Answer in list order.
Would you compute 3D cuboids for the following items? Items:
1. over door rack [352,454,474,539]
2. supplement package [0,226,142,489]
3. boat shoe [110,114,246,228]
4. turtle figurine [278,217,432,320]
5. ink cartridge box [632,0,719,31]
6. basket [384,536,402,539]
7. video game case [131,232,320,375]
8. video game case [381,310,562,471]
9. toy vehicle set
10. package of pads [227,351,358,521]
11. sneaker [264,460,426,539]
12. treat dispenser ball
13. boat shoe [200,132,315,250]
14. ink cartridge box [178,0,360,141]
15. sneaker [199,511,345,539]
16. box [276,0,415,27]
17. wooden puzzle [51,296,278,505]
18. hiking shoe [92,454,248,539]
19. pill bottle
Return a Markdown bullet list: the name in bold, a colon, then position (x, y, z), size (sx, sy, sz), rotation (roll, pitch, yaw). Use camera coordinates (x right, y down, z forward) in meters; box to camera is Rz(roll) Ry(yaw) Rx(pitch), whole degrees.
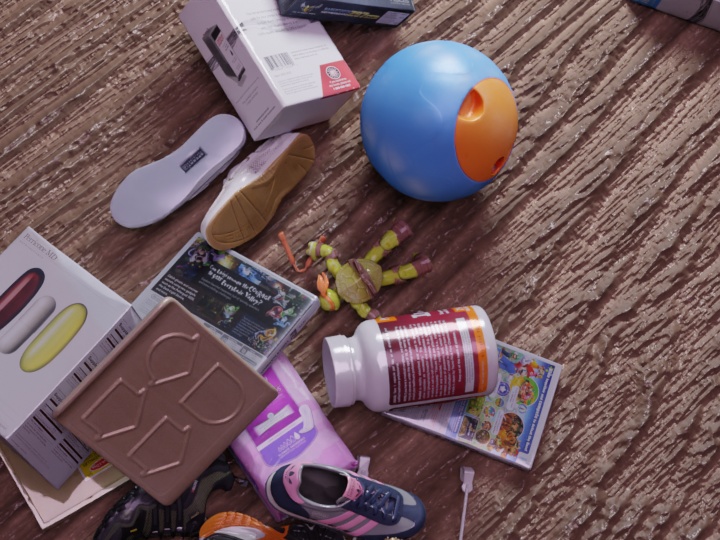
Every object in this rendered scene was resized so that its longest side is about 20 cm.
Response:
- **over door rack**: position (0.058, 0.322, 1.723), size (0.147, 0.067, 0.201), rotation (8, 73, -6)
- **supplement package**: position (-0.366, 0.099, 1.651), size (0.191, 0.147, 0.200), rotation (33, 72, 28)
- **boat shoe**: position (-0.224, -0.117, 1.814), size (0.199, 0.065, 0.074), rotation (-34, 80, -4)
- **turtle figurine**: position (0.000, 0.000, 1.811), size (0.161, 0.064, 0.200), rotation (-34, 81, -16)
- **ink cartridge box**: position (0.487, -0.423, 1.997), size (0.199, 0.086, 0.147), rotation (19, 72, -3)
- **basket**: position (0.068, 0.428, 1.608), size (0.142, 0.149, 0.201), rotation (21, 100, -20)
- **video game case**: position (-0.179, 0.060, 1.740), size (0.199, 0.023, 0.182), rotation (27, 64, 27)
- **video game case**: position (0.141, 0.151, 1.811), size (0.199, 0.018, 0.144), rotation (21, 71, -1)
- **toy vehicle set**: position (-0.322, 0.208, 1.722), size (0.199, 0.027, 0.125), rotation (-29, 80, -15)
- **package of pads**: position (-0.104, 0.189, 1.733), size (0.120, 0.076, 0.200), rotation (-32, 80, -15)
- **sneaker**: position (-0.006, 0.265, 1.649), size (0.199, 0.082, 0.071), rotation (13, 65, -19)
- **treat dispenser ball**: position (0.099, -0.187, 1.809), size (0.200, 0.201, 0.202), rotation (2, 73, -8)
- **boat shoe**: position (-0.141, -0.103, 1.823), size (0.069, 0.071, 0.200), rotation (18, 52, 39)
- **ink cartridge box**: position (-0.117, -0.281, 1.841), size (0.146, 0.083, 0.201), rotation (-21, 75, -45)
- **sneaker**: position (-0.091, 0.346, 1.681), size (0.199, 0.092, 0.076), rotation (13, 39, 8)
- **box**: position (-0.033, -0.406, 1.888), size (0.199, 0.051, 0.159), rotation (0, 67, -40)
- **wooden puzzle**: position (-0.218, 0.144, 1.605), size (0.185, 0.046, 0.200), rotation (-45, 123, 1)
- **hiking shoe**: position (-0.227, 0.289, 1.685), size (0.200, 0.076, 0.101), rotation (-43, 96, -5)
- **pill bottle**: position (0.059, 0.110, 1.743), size (0.199, 0.113, 0.114), rotation (-7, 75, -10)
